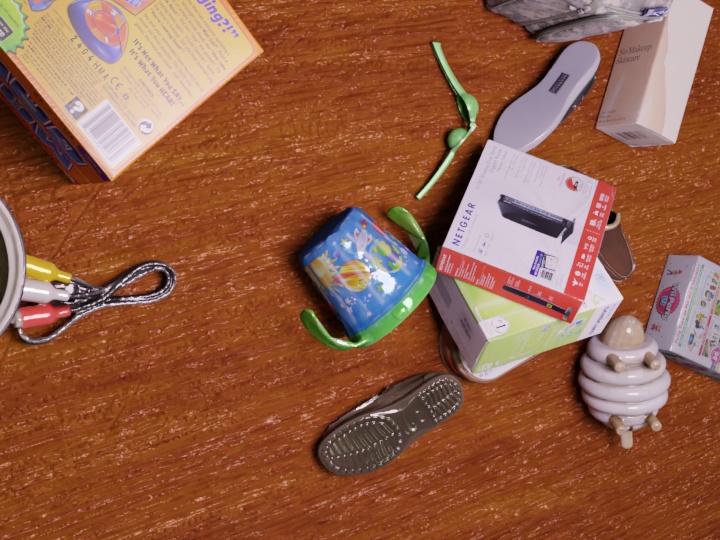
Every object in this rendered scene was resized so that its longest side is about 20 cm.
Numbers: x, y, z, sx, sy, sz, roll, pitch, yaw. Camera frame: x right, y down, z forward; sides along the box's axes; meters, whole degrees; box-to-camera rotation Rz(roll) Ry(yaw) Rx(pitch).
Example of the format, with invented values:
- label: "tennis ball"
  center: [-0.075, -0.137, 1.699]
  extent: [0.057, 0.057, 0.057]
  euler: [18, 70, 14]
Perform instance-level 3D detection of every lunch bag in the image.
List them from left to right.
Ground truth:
- label: "lunch bag"
  center: [0.281, -0.366, 1.225]
  extent: [0.166, 0.200, 0.141]
  euler: [19, 86, -25]

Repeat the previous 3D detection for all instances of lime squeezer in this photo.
- label: "lime squeezer"
  center: [0.116, -0.188, 1.245]
  extent: [0.070, 0.038, 0.203]
  euler: [6, 92, -26]

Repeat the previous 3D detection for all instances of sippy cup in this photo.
- label: "sippy cup"
  center: [0.000, 0.000, 1.156]
  extent: [0.139, 0.178, 0.130]
  euler: [-39, 102, 24]

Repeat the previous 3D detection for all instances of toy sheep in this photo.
- label: "toy sheep"
  center: [0.366, 0.156, 1.343]
  extent: [0.136, 0.138, 0.202]
  euler: [-10, 109, -25]

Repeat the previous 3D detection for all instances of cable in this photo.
- label: "cable"
  center: [-0.294, 0.032, 1.047]
  extent: [0.198, 0.050, 0.098]
  euler: [1, 91, -25]

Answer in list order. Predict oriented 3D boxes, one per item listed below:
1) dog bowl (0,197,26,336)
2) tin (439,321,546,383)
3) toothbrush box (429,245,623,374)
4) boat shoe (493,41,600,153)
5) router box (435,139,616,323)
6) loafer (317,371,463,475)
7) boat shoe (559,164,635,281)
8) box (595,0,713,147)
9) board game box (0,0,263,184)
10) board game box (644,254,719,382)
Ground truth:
- label: "dog bowl"
  center: [-0.420, -0.001, 0.945]
  extent: [0.198, 0.074, 0.203]
  euler: [0, 88, -7]
- label: "tin"
  center: [0.197, 0.078, 1.305]
  extent: [0.199, 0.042, 0.113]
  euler: [-27, 109, -23]
- label: "toothbrush box"
  center: [0.204, 0.026, 1.230]
  extent: [0.198, 0.086, 0.147]
  euler: [-14, 59, -20]
- label: "boat shoe"
  center: [0.255, -0.220, 1.299]
  extent: [0.200, 0.068, 0.057]
  euler: [-48, 150, -11]
- label: "router box"
  center: [0.208, -0.052, 1.202]
  extent: [0.178, 0.049, 0.201]
  euler: [21, 53, 6]
- label: "loafer"
  center: [0.037, 0.190, 1.219]
  extent: [0.198, 0.067, 0.077]
  euler: [-25, 101, -7]
- label: "boat shoe"
  center: [0.326, -0.059, 1.337]
  extent: [0.202, 0.075, 0.075]
  euler: [46, 74, -22]
- label: "box"
  center: [0.410, -0.282, 1.355]
  extent: [0.077, 0.095, 0.202]
  euler: [19, 84, -25]
- label: "board game box"
  center: [-0.258, -0.227, 0.965]
  extent: [0.200, 0.199, 0.201]
  euler: [-44, 110, -17]
- label: "board game box"
  center: [0.531, 0.079, 1.457]
  extent: [0.199, 0.064, 0.149]
  euler: [23, 82, -27]
